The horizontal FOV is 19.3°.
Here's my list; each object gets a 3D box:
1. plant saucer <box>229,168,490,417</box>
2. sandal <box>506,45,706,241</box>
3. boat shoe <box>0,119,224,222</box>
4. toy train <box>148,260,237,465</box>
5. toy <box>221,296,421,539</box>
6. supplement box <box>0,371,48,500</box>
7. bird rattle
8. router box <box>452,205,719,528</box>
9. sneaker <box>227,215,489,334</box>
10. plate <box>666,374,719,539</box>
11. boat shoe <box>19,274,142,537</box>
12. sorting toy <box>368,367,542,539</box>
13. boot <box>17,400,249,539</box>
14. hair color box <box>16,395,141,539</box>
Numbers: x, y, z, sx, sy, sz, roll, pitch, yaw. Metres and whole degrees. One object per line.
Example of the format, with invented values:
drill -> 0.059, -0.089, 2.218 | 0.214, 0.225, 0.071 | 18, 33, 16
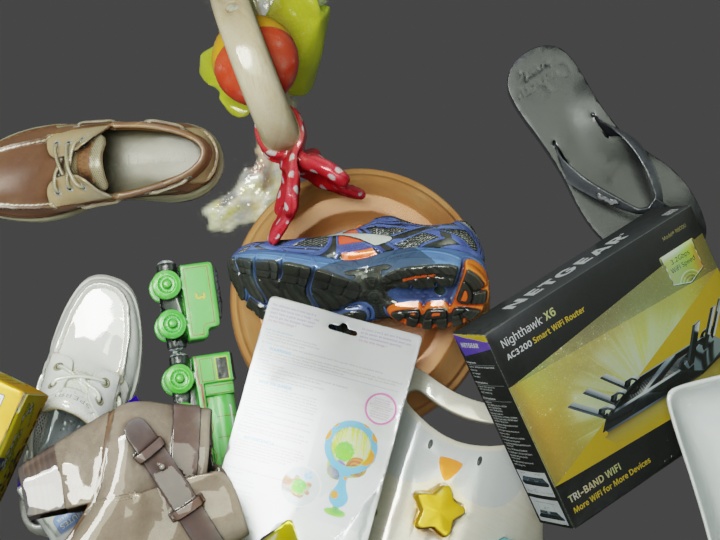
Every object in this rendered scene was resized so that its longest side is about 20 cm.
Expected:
plant saucer -> 0.000, 0.021, 1.596 | 0.198, 0.037, 0.202 | 0, 85, 1
sandal -> 0.182, -0.082, 1.600 | 0.076, 0.043, 0.200 | -42, 86, -3
boat shoe -> -0.203, -0.081, 1.587 | 0.198, 0.072, 0.076 | -10, 85, -1
toy train -> -0.120, 0.090, 1.590 | 0.056, 0.042, 0.202 | -8, 85, -11
toy -> -0.037, 0.131, 1.514 | 0.114, 0.047, 0.201 | 15, 73, 3
supplement box -> -0.334, 0.094, 1.471 | 0.199, 0.110, 0.110 | 25, 87, 1
bird rattle -> -0.074, -0.130, 1.537 | 0.112, 0.163, 0.201 | -15, 52, 9
router box -> 0.185, 0.068, 1.534 | 0.199, 0.052, 0.158 | -31, 102, -22
sneaker -> 0.000, 0.000, 1.549 | 0.198, 0.079, 0.076 | 2, 128, 12
plate -> 0.334, 0.158, 1.524 | 0.198, 0.032, 0.201 | -15, 83, -9
boat shoe -> -0.208, 0.101, 1.572 | 0.070, 0.069, 0.202 | 12, 84, 3
sorting toy -> 0.054, 0.172, 1.548 | 0.198, 0.107, 0.181 | 18, 84, 2
boot -> -0.148, 0.192, 1.453 | 0.145, 0.070, 0.202 | -12, 91, -7
hair color box -> -0.148, 0.204, 1.520 | 0.109, 0.065, 0.201 | -34, 97, -7
